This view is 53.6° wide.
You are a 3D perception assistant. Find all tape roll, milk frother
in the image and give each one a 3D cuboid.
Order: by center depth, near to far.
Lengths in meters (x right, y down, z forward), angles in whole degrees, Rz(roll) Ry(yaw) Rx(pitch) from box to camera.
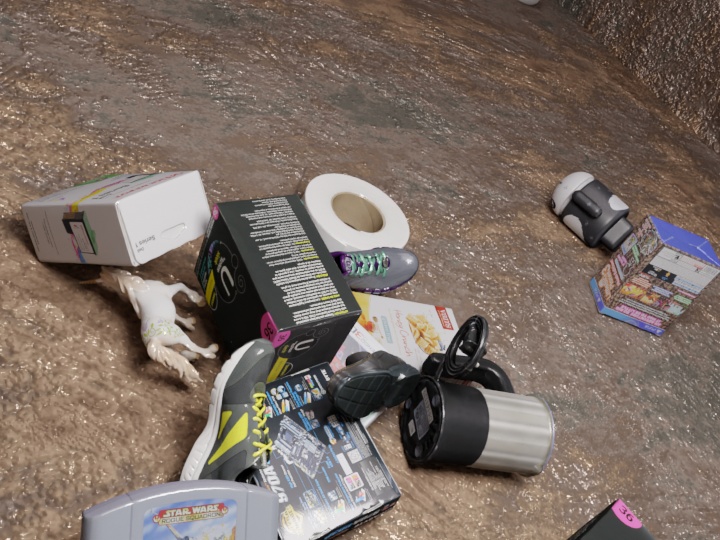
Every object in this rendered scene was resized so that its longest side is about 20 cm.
[{"bbox_3d":[0.180,0.175,0.978,0.186,0.200,0.183,12,60,-23],"label":"milk frother"},{"bbox_3d":[-0.017,-0.078,1.245,0.200,0.071,0.204,19,39,-16],"label":"tape roll"}]

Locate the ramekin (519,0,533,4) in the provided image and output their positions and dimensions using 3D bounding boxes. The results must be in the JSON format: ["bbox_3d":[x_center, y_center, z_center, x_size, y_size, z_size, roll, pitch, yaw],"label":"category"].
[{"bbox_3d":[0.668,-1.171,2.897,0.198,0.105,0.201,19,39,-16],"label":"ramekin"}]

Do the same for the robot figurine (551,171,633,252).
[{"bbox_3d":[0.532,-0.134,1.640,0.124,0.151,0.200,-32,68,-26],"label":"robot figurine"}]

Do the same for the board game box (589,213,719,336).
[{"bbox_3d":[0.599,0.012,1.455,0.158,0.201,0.097,20,37,-14],"label":"board game box"}]

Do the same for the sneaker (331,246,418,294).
[{"bbox_3d":[0.000,0.000,1.109,0.197,0.088,0.075,-7,83,-8],"label":"sneaker"}]

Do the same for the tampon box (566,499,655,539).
[{"bbox_3d":[0.287,0.406,0.853,0.199,0.127,0.150,-18,59,-45],"label":"tampon box"}]

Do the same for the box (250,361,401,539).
[{"bbox_3d":[-0.066,0.224,0.865,0.157,0.046,0.201,-16,59,-30],"label":"box"}]

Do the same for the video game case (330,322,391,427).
[{"bbox_3d":[-0.049,0.145,0.980,0.182,0.023,0.200,42,52,14],"label":"video game case"}]

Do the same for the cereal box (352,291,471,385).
[{"bbox_3d":[0.074,0.111,1.121,0.198,0.040,0.145,9,44,-26],"label":"cereal box"}]

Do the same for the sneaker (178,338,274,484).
[{"bbox_3d":[-0.127,0.177,0.796,0.084,0.202,0.074,22,2,22],"label":"sneaker"}]

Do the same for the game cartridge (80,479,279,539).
[{"bbox_3d":[-0.175,0.280,0.708,0.198,0.135,0.041,3,2,-31],"label":"game cartridge"}]

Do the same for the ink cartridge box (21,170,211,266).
[{"bbox_3d":[-0.318,-0.071,0.937,0.198,0.085,0.145,3,23,33],"label":"ink cartridge box"}]

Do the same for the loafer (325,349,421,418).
[{"bbox_3d":[0.005,0.138,0.909,0.072,0.073,0.199,38,10,25],"label":"loafer"}]

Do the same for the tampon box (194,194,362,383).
[{"bbox_3d":[-0.114,0.027,0.929,0.125,0.150,0.201,-11,58,-33],"label":"tampon box"}]

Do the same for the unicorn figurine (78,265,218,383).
[{"bbox_3d":[-0.262,0.055,0.921,0.137,0.074,0.200,27,11,-42],"label":"unicorn figurine"}]
